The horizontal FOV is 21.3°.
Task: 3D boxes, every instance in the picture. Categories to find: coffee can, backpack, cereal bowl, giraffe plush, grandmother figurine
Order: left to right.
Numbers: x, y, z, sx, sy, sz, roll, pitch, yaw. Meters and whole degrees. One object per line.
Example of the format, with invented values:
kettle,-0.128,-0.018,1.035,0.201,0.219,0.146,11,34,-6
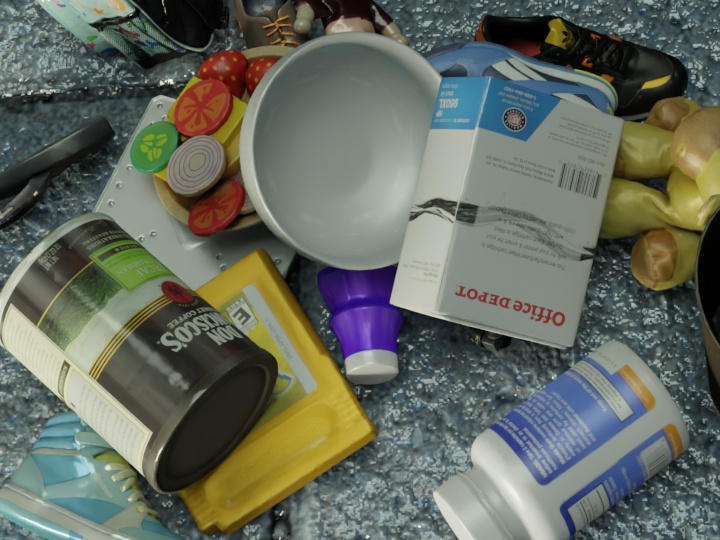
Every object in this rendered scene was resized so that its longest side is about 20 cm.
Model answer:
backpack,-0.229,-0.307,1.809,0.150,0.200,0.179,-6,64,28
coffee can,-0.190,0.068,1.605,0.200,0.147,0.146,39,76,19
cereal bowl,-0.014,-0.102,1.625,0.199,0.083,0.201,-2,95,-23
grandmother figurine,-0.013,-0.228,1.805,0.060,0.121,0.201,-36,55,37
giraffe plush,0.299,-0.072,1.605,0.199,0.162,0.173,27,75,2

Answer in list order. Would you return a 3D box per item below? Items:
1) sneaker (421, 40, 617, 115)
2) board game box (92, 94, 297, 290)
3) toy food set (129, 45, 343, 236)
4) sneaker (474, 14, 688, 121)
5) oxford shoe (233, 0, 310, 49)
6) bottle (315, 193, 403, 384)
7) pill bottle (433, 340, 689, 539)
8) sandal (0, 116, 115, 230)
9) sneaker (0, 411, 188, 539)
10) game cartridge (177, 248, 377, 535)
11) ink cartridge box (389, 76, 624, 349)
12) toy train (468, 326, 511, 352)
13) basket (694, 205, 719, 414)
sneaker,0.135,-0.146,1.699,0.199,0.074,0.083,10,48,-7
board game box,-0.144,-0.048,1.768,0.199,0.026,0.201,19,70,16
toy food set,-0.108,-0.121,1.728,0.200,0.049,0.198,29,80,37
sneaker,0.198,-0.191,1.745,0.199,0.090,0.070,9,67,13
oxford shoe,-0.077,-0.208,1.806,0.071,0.073,0.201,-25,64,-3
bottle,0.000,0.000,1.691,0.065,0.083,0.201,-24,61,34
pill bottle,0.162,0.157,1.576,0.200,0.112,0.112,-35,65,-8
sandal,-0.314,-0.076,1.787,0.200,0.076,0.043,-31,91,-5
sneaker,-0.205,0.183,1.641,0.199,0.080,0.131,19,71,16
game cartridge,-0.107,0.107,1.667,0.176,0.032,0.200,-34,68,1
ink cartridge box,0.122,-0.048,1.601,0.144,0.084,0.201,15,87,-29
toy train,0.147,-0.019,1.706,0.046,0.034,0.201,18,69,28
basket,0.340,0.055,1.546,0.135,0.200,0.181,-11,63,4
